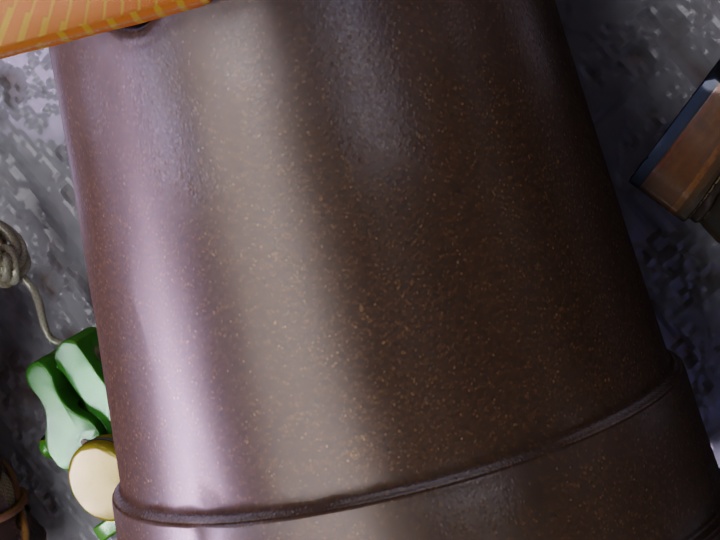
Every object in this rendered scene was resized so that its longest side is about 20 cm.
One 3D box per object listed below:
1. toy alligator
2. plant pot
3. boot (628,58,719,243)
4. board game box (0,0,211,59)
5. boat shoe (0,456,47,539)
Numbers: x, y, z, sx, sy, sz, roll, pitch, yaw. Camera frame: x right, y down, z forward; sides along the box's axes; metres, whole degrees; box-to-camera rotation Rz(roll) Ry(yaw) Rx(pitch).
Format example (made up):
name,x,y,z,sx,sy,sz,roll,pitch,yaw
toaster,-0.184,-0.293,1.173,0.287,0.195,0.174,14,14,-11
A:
name,x,y,z,sx,sy,sz,roll,pitch,yaw
toy alligator,-0.089,0.067,0.986,0.200,0.059,0.054,48,124,6
plant pot,0.000,0.000,0.832,0.200,0.200,0.199,-8,100,32
boot,0.169,-0.064,0.786,0.097,0.075,0.200,39,133,1
board game box,-0.057,-0.181,0.750,0.200,0.200,0.200,-14,102,6
boat shoe,-0.154,0.095,1.039,0.072,0.072,0.200,12,117,-7
